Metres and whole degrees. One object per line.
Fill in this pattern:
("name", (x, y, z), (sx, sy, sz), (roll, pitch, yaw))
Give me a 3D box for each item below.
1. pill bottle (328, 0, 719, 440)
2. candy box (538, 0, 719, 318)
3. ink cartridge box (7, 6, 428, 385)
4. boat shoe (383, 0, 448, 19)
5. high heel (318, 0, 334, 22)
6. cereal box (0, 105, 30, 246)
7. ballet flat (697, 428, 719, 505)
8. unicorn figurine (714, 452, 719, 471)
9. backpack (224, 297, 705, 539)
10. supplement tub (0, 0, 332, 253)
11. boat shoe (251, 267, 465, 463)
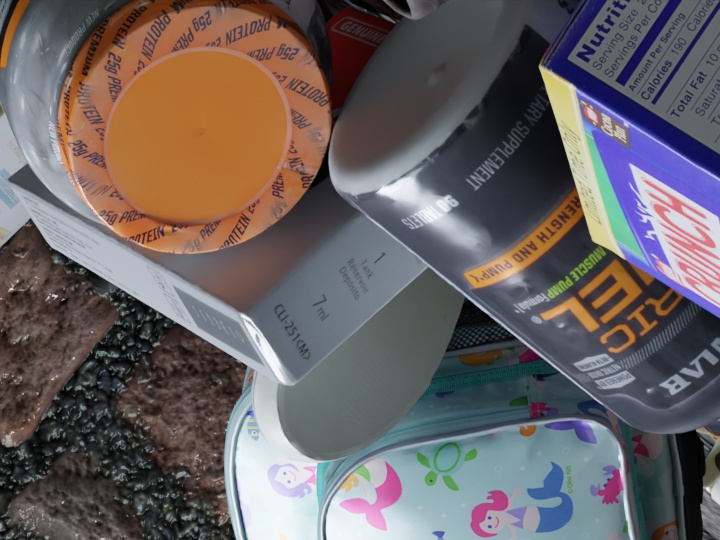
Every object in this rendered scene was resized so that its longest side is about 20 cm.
("pill bottle", (0.093, -0.014, 0.909), (0.200, 0.107, 0.106), (38, 173, -22))
("candy box", (0.157, -0.010, 0.739), (0.200, 0.077, 0.169), (35, 174, 18))
("ink cartridge box", (-0.024, -0.050, 1.019), (0.200, 0.173, 0.044), (26, 153, 53))
("boat shoe", (-0.025, -0.145, 0.728), (0.200, 0.073, 0.074), (39, 172, -26))
("high heel", (-0.021, -0.026, 1.181), (0.067, 0.096, 0.201), (-30, -81, -57))
("cereal box", (-0.140, -0.084, 1.173), (0.040, 0.200, 0.144), (45, 176, 11))
("ballet flat", (0.191, 0.086, 1.275), (0.071, 0.071, 0.200), (30, 172, 37))
("unicorn figurine", (0.193, 0.057, 1.054), (0.199, 0.074, 0.138), (19, 151, -2))
("backpack", (0.042, 0.089, 1.099), (0.199, 0.151, 0.179), (-2, 120, 13))
("supplement tub", (-0.083, -0.093, 0.970), (0.122, 0.123, 0.200), (40, -171, -32))
("boat shoe", (0.000, -0.001, 1.041), (0.071, 0.201, 0.070), (-9, 130, 42))
